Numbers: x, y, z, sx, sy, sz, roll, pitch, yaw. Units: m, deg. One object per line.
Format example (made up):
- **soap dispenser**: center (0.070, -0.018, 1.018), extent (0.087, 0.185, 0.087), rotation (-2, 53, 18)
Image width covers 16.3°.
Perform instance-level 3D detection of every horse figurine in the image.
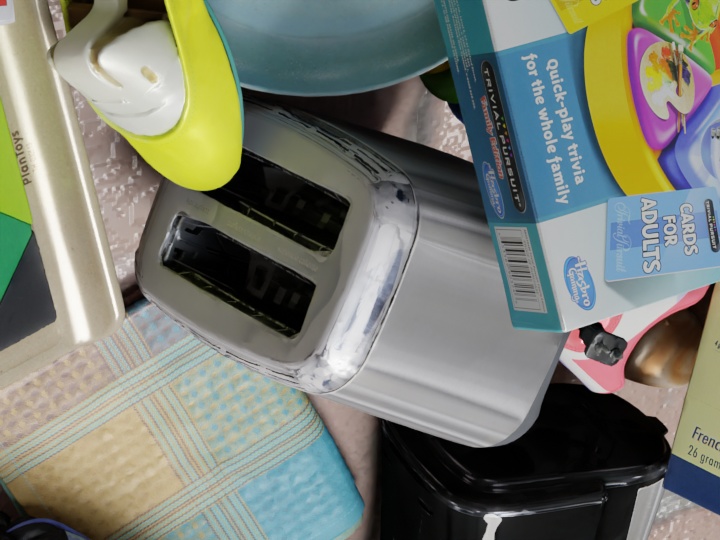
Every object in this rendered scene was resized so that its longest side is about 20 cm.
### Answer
- **horse figurine**: center (0.175, 0.013, 1.247), extent (0.200, 0.050, 0.133), rotation (-16, 135, -27)

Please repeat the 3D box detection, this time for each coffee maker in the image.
- **coffee maker**: center (0.057, 0.170, 1.231), extent (0.192, 0.135, 0.200), rotation (-22, 125, -41)

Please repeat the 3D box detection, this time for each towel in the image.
- **towel**: center (-0.090, 0.090, 1.189), extent (0.146, 0.022, 0.200), rotation (-30, 132, -4)

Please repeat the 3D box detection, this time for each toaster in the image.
- **toaster**: center (0.000, 0.000, 1.043), extent (0.129, 0.200, 0.114), rotation (16, 99, -44)

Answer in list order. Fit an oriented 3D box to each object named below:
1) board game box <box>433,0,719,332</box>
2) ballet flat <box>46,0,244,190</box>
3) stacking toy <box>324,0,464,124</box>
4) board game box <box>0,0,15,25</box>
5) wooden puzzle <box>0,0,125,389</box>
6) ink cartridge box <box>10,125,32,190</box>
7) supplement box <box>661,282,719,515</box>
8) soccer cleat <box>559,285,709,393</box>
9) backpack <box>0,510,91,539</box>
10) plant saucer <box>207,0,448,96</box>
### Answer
- **board game box**: center (0.137, -0.077, 0.970), extent (0.200, 0.047, 0.151), rotation (-17, 98, -21)
- **ballet flat**: center (-0.097, -0.110, 0.956), extent (0.067, 0.067, 0.200), rotation (-47, 132, -49)
- **stacking toy**: center (0.045, -0.105, 1.081), extent (0.200, 0.085, 0.085), rotation (30, 107, -33)
- **board game box**: center (-0.225, -0.145, 0.886), extent (0.200, 0.035, 0.127), rotation (-6, 93, -25)
- **wooden puzzle**: center (-0.192, -0.009, 0.963), extent (0.200, 0.037, 0.185), rotation (-27, 125, -24)
- **ink cartridge box**: center (-0.236, -0.006, 0.982), extent (0.161, 0.050, 0.200), rotation (33, 86, -42)
- **supplement box**: center (0.270, 0.022, 1.183), extent (0.200, 0.134, 0.200), rotation (-10, 118, -50)
- **soccer cleat**: center (0.151, -0.030, 1.163), extent (0.200, 0.067, 0.077), rotation (-44, 119, -23)
- **backpack**: center (-0.133, 0.242, 1.162), extent (0.200, 0.147, 0.183), rotation (36, 110, -29)
- **plant saucer**: center (-0.021, -0.164, 0.976), extent (0.200, 0.027, 0.201), rotation (2, 119, 4)
